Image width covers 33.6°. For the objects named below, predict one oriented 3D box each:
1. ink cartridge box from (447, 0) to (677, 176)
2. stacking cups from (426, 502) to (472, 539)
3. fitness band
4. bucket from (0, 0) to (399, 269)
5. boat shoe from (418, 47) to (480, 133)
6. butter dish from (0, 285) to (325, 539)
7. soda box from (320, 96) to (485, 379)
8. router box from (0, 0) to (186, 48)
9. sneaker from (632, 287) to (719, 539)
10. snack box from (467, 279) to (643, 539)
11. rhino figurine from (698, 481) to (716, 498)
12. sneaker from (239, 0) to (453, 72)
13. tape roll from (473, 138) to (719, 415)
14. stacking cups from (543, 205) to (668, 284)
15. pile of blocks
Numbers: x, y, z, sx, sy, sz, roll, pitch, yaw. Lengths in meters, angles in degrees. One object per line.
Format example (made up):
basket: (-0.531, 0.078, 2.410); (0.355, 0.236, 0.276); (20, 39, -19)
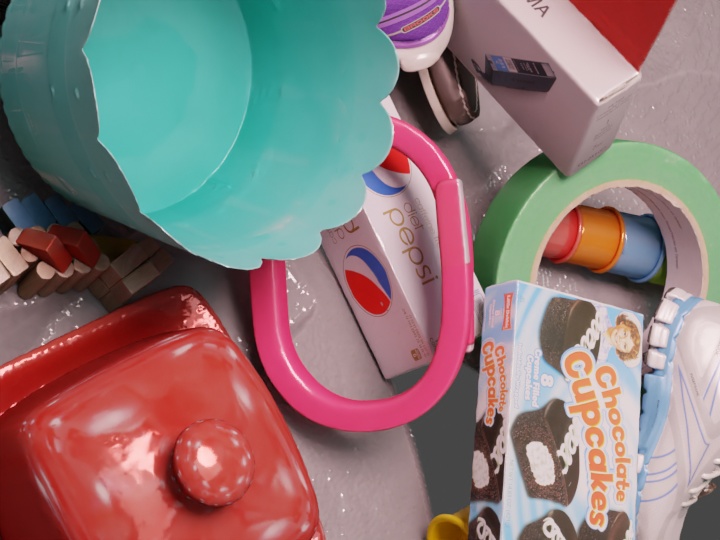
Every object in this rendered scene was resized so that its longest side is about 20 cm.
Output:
ink cartridge box: (0.100, -0.183, 0.756); (0.045, 0.177, 0.200); (-34, 71, -18)
stacking cups: (0.138, 0.157, 0.829); (0.199, 0.060, 0.061); (-21, 86, -34)
fitness band: (0.000, 0.000, 0.755); (0.142, 0.037, 0.203); (-3, 91, 13)
bucket: (-0.092, -0.110, 0.663); (0.206, 0.134, 0.210); (-11, 107, -40)
boat shoe: (0.070, -0.203, 0.895); (0.072, 0.059, 0.202); (36, 45, -65)
butter dish: (-0.104, 0.114, 0.647); (0.199, 0.147, 0.201); (-27, 90, -34)
soda box: (0.013, -0.033, 0.813); (0.063, 0.068, 0.202); (-23, 86, -34)
router box: (-0.201, -0.217, 0.716); (0.199, 0.051, 0.151); (16, 56, -41)
sneaker: (0.231, 0.118, 0.811); (0.075, 0.086, 0.203); (0, 100, -63)
snack box: (0.128, 0.117, 0.772); (0.115, 0.037, 0.203); (14, 74, -32)
rhino figurine: (0.291, 0.103, 0.940); (0.199, 0.060, 0.088); (-23, 82, -37)
sneaker: (-0.037, -0.185, 0.788); (0.197, 0.084, 0.081); (-1, 41, 0)
tape roll: (0.175, 0.007, 0.859); (0.198, 0.048, 0.203); (-4, 101, -19)
stacking cups: (0.203, -0.018, 0.929); (0.198, 0.060, 0.061); (9, 70, -22)
pile of blocks: (-0.199, -0.021, 0.686); (0.198, 0.062, 0.083); (1, 74, -31)
